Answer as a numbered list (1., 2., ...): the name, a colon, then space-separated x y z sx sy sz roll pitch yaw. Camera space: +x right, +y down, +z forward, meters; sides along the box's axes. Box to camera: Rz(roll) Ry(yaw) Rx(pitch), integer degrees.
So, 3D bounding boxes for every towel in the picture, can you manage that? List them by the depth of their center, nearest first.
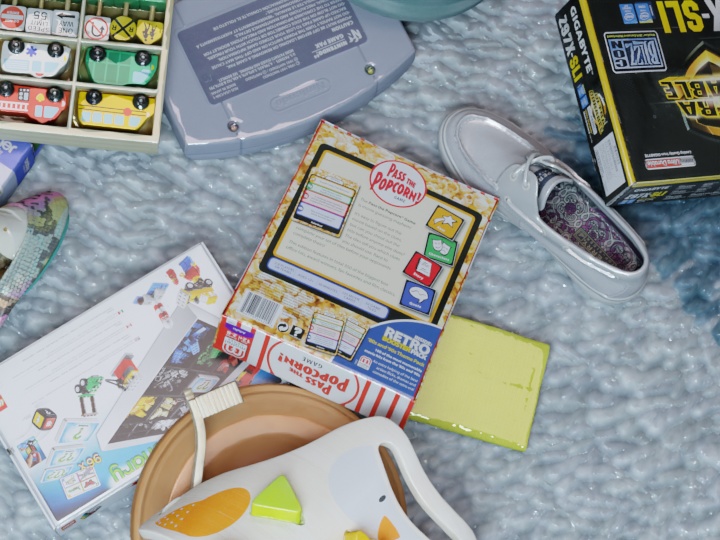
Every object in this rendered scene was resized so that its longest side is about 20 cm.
1. towel: 0.037 0.069 1.497 0.198 0.018 0.087 16 76 -1

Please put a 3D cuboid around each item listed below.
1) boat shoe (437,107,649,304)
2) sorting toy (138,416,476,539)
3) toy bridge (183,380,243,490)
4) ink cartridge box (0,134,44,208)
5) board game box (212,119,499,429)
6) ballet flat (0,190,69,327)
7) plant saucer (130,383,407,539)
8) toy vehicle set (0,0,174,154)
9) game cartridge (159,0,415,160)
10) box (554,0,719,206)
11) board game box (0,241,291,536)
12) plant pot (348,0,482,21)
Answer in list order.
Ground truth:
1. boat shoe: 0.139 -0.055 1.520 0.072 0.069 0.200 -38 79 -16
2. sorting toy: -0.012 0.193 1.338 0.180 0.107 0.201 -38 93 -29
3. toy bridge: -0.082 0.175 1.377 0.067 0.027 0.202 -22 90 -10
4. ink cartridge box: -0.328 -0.065 1.495 0.119 0.042 0.201 31 69 5
5. board game box: 0.000 0.000 1.469 0.150 0.046 0.201 24 54 2
6. ballet flat: -0.277 0.010 1.444 0.069 0.071 0.201 6 57 42
7. plant saucer: -0.062 0.180 1.412 0.198 0.037 0.202 1 84 -9
8. toy vehicle set: -0.242 -0.159 1.497 0.198 0.027 0.126 5 74 -5
9. game cartridge: -0.065 -0.167 1.557 0.198 0.041 0.134 -23 71 -12
10. box: 0.258 -0.138 1.540 0.198 0.049 0.161 -5 71 -26
11. board game box: -0.166 0.084 1.454 0.199 0.035 0.127 -31 77 -10
12. plant pot: 0.051 -0.307 1.515 0.198 0.134 0.202 6 70 -18
